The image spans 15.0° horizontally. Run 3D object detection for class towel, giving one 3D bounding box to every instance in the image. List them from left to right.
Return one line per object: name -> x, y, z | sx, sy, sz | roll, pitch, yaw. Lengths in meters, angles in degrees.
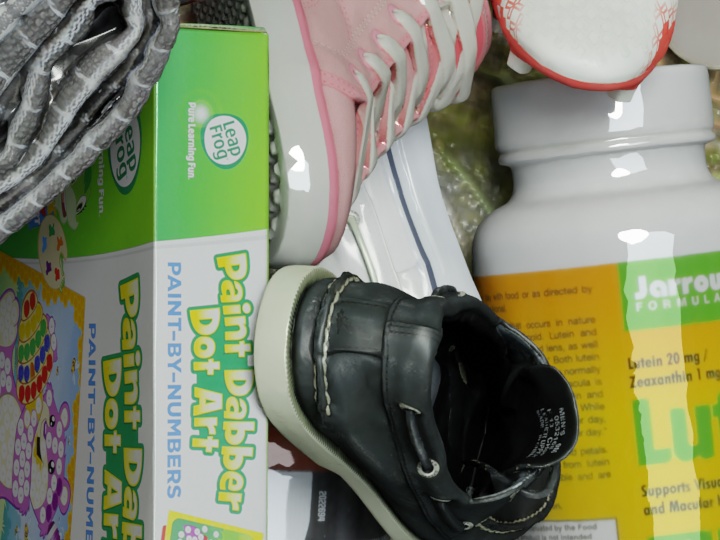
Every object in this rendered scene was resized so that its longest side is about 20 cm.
towel -> -0.141, -0.056, 0.841 | 0.085, 0.166, 0.200 | 37, 106, -26

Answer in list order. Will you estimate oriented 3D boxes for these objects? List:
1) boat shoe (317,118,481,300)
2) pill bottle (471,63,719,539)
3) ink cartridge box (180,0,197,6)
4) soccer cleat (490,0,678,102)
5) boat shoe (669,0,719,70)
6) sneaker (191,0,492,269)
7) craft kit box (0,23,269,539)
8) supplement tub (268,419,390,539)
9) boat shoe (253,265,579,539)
boat shoe -> 0.000, 0.000, 1.012 | 0.066, 0.074, 0.202 | -12, 80, -17
pill bottle -> 0.100, 0.028, 1.020 | 0.110, 0.111, 0.202 | -7, 91, -20
ink cartridge box -> -0.109, -0.184, 0.950 | 0.050, 0.109, 0.201 | -38, 101, -14
soccer cleat -> 0.092, -0.136, 0.986 | 0.068, 0.086, 0.200 | 18, 37, 2
boat shoe -> 0.186, -0.172, 1.078 | 0.074, 0.093, 0.201 | 32, 110, 23
sneaker -> 0.002, -0.071, 0.918 | 0.104, 0.201, 0.076 | 3, 124, -12
craft kit box -> -0.091, 0.028, 0.904 | 0.048, 0.197, 0.202 | 1, 88, -32
supplement tub -> -0.044, 0.143, 0.965 | 0.106, 0.107, 0.202 | 2, 93, -20
boat shoe -> 0.037, 0.047, 0.889 | 0.199, 0.066, 0.075 | 45, 50, -55
